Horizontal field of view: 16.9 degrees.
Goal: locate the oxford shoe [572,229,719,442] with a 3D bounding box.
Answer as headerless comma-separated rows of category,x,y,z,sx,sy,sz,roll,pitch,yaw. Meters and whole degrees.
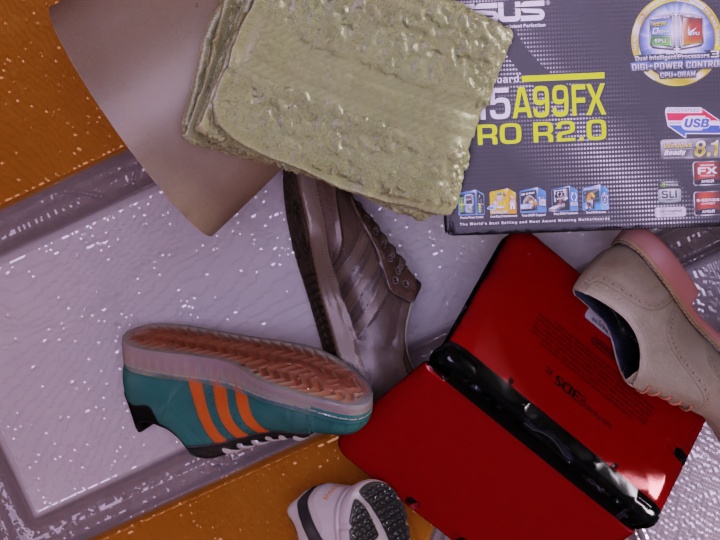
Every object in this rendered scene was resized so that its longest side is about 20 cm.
oxford shoe,0.215,0.069,1.646,0.074,0.071,0.200,-38,95,-19

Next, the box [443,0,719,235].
box,0.151,-0.107,1.604,0.198,0.044,0.161,-1,97,4

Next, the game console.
game console,0.117,0.102,1.686,0.200,0.119,0.173,39,64,-17

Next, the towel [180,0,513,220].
towel,-0.008,-0.125,1.544,0.199,0.036,0.149,17,96,-21

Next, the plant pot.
plant pot,-0.074,-0.157,1.616,0.199,0.187,0.188,-35,92,4

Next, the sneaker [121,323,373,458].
sneaker,-0.078,0.094,1.677,0.199,0.071,0.080,12,115,30

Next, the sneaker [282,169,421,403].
sneaker,0.000,0.000,1.693,0.075,0.070,0.201,-16,99,-13

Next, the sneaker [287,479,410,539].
sneaker,0.002,0.238,1.709,0.080,0.074,0.201,3,108,43
